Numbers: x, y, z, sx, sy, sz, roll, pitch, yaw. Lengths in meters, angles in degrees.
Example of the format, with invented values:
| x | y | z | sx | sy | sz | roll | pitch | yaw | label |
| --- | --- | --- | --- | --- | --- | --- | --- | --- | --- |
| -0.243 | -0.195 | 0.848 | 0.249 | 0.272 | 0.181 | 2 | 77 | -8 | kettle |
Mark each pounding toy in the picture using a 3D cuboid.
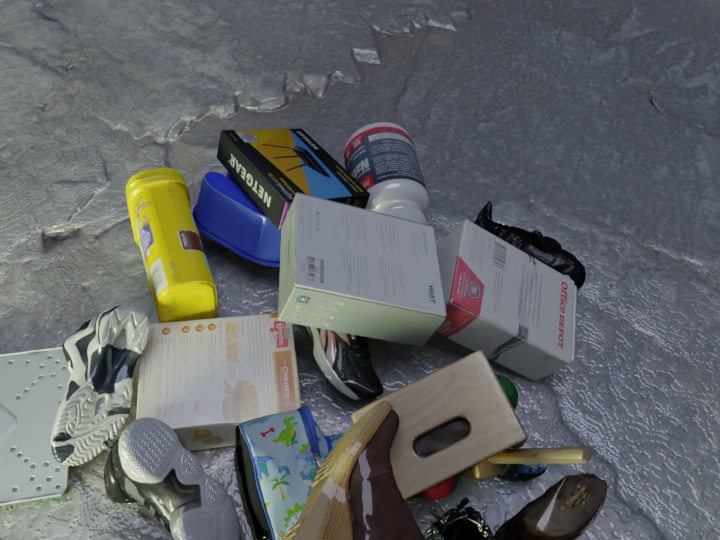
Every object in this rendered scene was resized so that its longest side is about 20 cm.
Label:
| x | y | z | sx | sy | sz | roll | pitch | yaw | label |
| --- | --- | --- | --- | --- | --- | --- | --- | --- | --- |
| 0.117 | 0.184 | 0.725 | 0.199 | 0.184 | 0.143 | -27 | 70 | 3 | pounding toy |

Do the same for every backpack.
| x | y | z | sx | sy | sz | roll | pitch | yaw | label |
| --- | --- | --- | --- | --- | --- | --- | --- | --- | --- |
| -0.053 | 0.254 | 0.733 | 0.146 | 0.184 | 0.201 | -17 | 56 | -16 | backpack |

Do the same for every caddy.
| x | y | z | sx | sy | sz | roll | pitch | yaw | label |
| --- | --- | --- | --- | --- | --- | --- | --- | --- | --- |
| -0.160 | -0.079 | 1.017 | 0.199 | 0.105 | 0.141 | 30 | 33 | 16 | caddy |

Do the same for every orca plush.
| x | y | z | sx | sy | sz | roll | pitch | yaw | label |
| --- | --- | --- | --- | --- | --- | --- | --- | --- | --- |
| 0.272 | -0.050 | 1.053 | 0.105 | 0.071 | 0.200 | -30 | 62 | -24 | orca plush |

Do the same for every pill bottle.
| x | y | z | sx | sy | sz | roll | pitch | yaw | label |
| --- | --- | --- | --- | --- | --- | --- | --- | --- | --- |
| 0.044 | -0.126 | 1.057 | 0.119 | 0.120 | 0.201 | -5 | 54 | -9 | pill bottle |

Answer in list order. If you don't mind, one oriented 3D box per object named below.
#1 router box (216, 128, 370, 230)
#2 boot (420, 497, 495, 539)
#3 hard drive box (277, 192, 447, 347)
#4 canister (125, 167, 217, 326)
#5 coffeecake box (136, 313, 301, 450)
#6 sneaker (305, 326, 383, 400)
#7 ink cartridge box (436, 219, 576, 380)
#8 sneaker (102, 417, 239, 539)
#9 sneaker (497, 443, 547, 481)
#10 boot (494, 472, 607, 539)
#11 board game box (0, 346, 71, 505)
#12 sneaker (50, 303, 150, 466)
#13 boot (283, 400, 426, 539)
| x | y | z | sx | sy | sz | roll | pitch | yaw | label |
| --- | --- | --- | --- | --- | --- | --- | --- | --- | --- |
| -0.102 | -0.141 | 0.988 | 0.148 | 0.051 | 0.200 | -12 | 44 | -38 | router box |
| 0.128 | 0.347 | 0.693 | 0.073 | 0.163 | 0.199 | -21 | 58 | -18 | boot |
| 0.000 | 0.000 | 0.857 | 0.199 | 0.077 | 0.157 | 13 | 48 | -17 | hard drive box |
| -0.263 | -0.020 | 0.935 | 0.086 | 0.149 | 0.201 | -13 | 58 | -20 | canister |
| -0.181 | 0.144 | 0.867 | 0.198 | 0.073 | 0.154 | -4 | 53 | -8 | coffeecake box |
| -0.023 | 0.078 | 0.890 | 0.086 | 0.080 | 0.201 | -38 | 78 | 20 | sneaker |
| 0.196 | 0.045 | 0.929 | 0.199 | 0.083 | 0.147 | 28 | 52 | -15 | ink cartridge box |
| -0.225 | 0.264 | 0.778 | 0.201 | 0.114 | 0.075 | 57 | 43 | -8 | sneaker |
| 0.150 | 0.199 | 0.863 | 0.199 | 0.075 | 0.087 | 23 | 49 | 11 | sneaker |
| 0.239 | 0.258 | 0.745 | 0.186 | 0.201 | 0.064 | -28 | 61 | -23 | boot |
| -0.462 | 0.199 | 0.830 | 0.198 | 0.026 | 0.201 | -6 | 55 | -10 | board game box |
| -0.341 | 0.137 | 0.847 | 0.079 | 0.129 | 0.201 | 18 | 81 | -32 | sneaker |
| 0.030 | 0.241 | 0.620 | 0.166 | 0.072 | 0.200 | 38 | 51 | -4 | boot |
